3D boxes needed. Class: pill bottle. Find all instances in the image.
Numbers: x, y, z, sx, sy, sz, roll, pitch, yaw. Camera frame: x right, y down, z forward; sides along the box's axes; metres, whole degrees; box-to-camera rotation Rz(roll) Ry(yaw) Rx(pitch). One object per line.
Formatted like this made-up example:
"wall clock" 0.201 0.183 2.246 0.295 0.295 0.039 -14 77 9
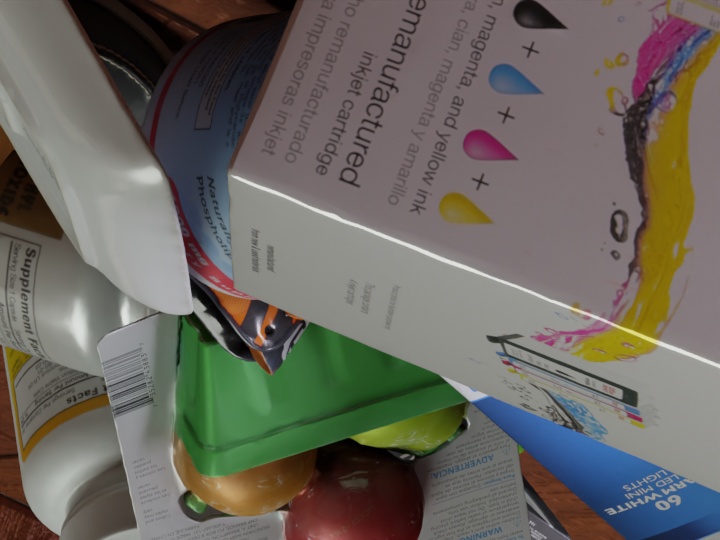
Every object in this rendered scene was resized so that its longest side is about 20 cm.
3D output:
"pill bottle" -0.136 -0.012 1.337 0.199 0.115 0.114 17 166 22
"pill bottle" 0.011 -0.042 0.983 0.109 0.109 0.200 30 165 -29
"pill bottle" -0.123 0.070 1.421 0.112 0.201 0.113 -9 143 -7

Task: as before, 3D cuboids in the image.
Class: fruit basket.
"fruit basket" -0.017 0.082 1.265 0.094 0.184 0.201 -121 18 -51

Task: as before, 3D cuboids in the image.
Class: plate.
"plate" -0.123 -0.082 0.972 0.200 0.032 0.200 58 172 11

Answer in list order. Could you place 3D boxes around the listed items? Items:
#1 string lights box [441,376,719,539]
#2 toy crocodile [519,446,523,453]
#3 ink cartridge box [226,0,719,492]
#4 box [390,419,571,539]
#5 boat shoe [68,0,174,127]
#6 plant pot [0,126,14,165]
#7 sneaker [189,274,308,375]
"string lights box" 0.099 0.035 1.104 0.059 0.103 0.200 -25 138 22
"toy crocodile" 0.073 0.050 1.384 0.067 0.062 0.200 10 158 44
"ink cartridge box" 0.079 -0.037 0.800 0.199 0.148 0.145 21 167 3
"box" 0.006 0.072 1.425 0.200 0.050 0.158 37 -169 -46
"boat shoe" -0.157 -0.089 1.110 0.200 0.063 0.073 26 134 -34
"plant pot" -0.243 -0.071 1.225 0.199 0.141 0.200 21 168 5
"sneaker" 0.000 0.000 1.161 0.199 0.112 0.078 23 168 -6
